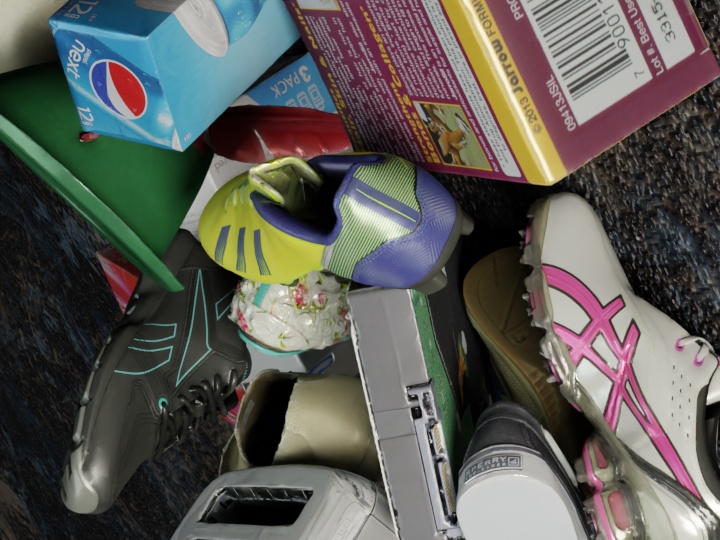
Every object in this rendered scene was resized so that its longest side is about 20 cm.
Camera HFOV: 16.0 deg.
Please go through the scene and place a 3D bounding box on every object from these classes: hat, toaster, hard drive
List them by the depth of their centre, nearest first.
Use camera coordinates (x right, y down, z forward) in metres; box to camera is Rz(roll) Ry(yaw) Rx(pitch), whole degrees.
[{"bbox_3d":[0.034,0.048,1.329,0.200,0.038,0.140,-64,-37,-73],"label":"hard drive"},{"bbox_3d":[-0.095,-0.102,1.355,0.166,0.176,0.200,38,173,48],"label":"hat"},{"bbox_3d":[-0.022,0.176,1.360,0.129,0.114,0.200,45,156,-23],"label":"toaster"}]

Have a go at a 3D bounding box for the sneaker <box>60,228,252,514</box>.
[{"bbox_3d":[-0.103,0.056,1.392,0.079,0.200,0.075,22,137,0],"label":"sneaker"}]

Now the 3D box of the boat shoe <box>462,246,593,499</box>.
[{"bbox_3d":[0.119,0.077,1.339,0.201,0.073,0.063,53,167,29],"label":"boat shoe"}]

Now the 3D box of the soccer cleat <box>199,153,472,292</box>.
[{"bbox_3d":[-0.028,-0.032,1.199,0.084,0.065,0.200,32,167,-29],"label":"soccer cleat"}]

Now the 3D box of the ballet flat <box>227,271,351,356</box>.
[{"bbox_3d":[0.000,0.000,1.424,0.076,0.200,0.064,25,111,21],"label":"ballet flat"}]

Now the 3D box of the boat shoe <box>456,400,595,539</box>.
[{"bbox_3d":[0.094,0.150,1.289,0.068,0.072,0.200,-84,-25,-50],"label":"boat shoe"}]

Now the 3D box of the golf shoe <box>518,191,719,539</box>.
[{"bbox_3d":[0.139,0.050,1.260,0.073,0.092,0.200,29,-138,-69],"label":"golf shoe"}]

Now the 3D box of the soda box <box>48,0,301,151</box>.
[{"bbox_3d":[-0.063,-0.144,1.261,0.064,0.200,0.068,12,134,32],"label":"soda box"}]

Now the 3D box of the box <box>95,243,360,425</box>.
[{"bbox_3d":[-0.087,0.029,1.742,0.200,0.095,0.100,28,144,57],"label":"box"}]

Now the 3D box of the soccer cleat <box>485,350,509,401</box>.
[{"bbox_3d":[0.050,0.101,1.553,0.084,0.065,0.200,56,160,4],"label":"soccer cleat"}]

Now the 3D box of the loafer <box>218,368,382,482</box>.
[{"bbox_3d":[-0.040,0.089,1.430,0.068,0.076,0.200,23,158,-18],"label":"loafer"}]

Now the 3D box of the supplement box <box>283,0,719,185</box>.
[{"bbox_3d":[0.052,-0.122,1.161,0.131,0.103,0.200,63,161,-18],"label":"supplement box"}]

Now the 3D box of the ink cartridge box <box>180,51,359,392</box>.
[{"bbox_3d":[-0.042,-0.013,1.521,0.068,0.115,0.200,-10,111,47],"label":"ink cartridge box"}]

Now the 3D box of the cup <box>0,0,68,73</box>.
[{"bbox_3d":[-0.115,-0.175,1.422,0.143,0.200,0.201,-1,120,41],"label":"cup"}]
